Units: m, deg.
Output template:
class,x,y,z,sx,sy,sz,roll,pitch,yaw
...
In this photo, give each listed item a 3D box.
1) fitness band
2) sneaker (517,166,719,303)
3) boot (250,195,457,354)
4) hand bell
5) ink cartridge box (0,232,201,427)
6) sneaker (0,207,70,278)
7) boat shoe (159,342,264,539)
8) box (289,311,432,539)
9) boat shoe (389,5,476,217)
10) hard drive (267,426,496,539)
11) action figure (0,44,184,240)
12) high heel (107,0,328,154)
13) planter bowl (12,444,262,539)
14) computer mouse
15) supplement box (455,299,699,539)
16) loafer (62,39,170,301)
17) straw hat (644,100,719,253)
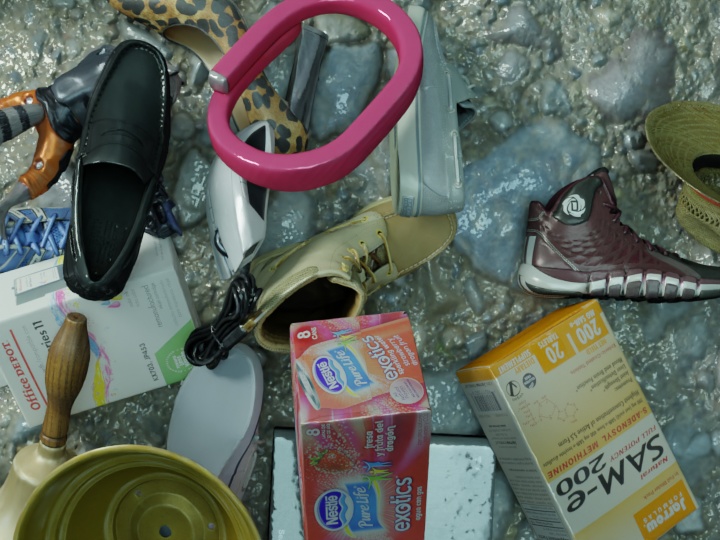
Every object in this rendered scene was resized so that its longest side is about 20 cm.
class,x,y,z,sx,sy,sz,roll,pitch,yaw
fitness band,-0.035,-0.149,0.853,0.142,0.038,0.201,30,64,19
sneaker,0.238,-0.032,0.945,0.196,0.076,0.118,3,85,-4
boot,0.000,0.000,0.875,0.197,0.156,0.074,-19,104,-3
hand bell,-0.239,0.124,0.843,0.102,0.104,0.203,17,113,-4
ink cartridge box,-0.235,0.052,0.875,0.197,0.068,0.118,-17,129,-5
sneaker,-0.281,-0.014,0.891,0.197,0.077,0.077,-13,77,-7
boat shoe,-0.114,0.154,0.905,0.074,0.086,0.205,17,101,19
box,-0.002,0.141,0.819,0.093,0.103,0.202,-5,132,-5
boat shoe,0.063,-0.135,0.912,0.070,0.070,0.204,5,64,-6
hard drive,0.017,0.212,0.937,0.196,0.033,0.142,3,88,-5
action figure,-0.220,-0.107,0.853,0.192,0.105,0.201,-32,64,-13
high heel,-0.133,-0.160,0.914,0.197,0.071,0.145,14,84,-11
planter bowl,-0.161,0.218,0.830,0.197,0.084,0.204,1,101,5
computer mouse,-0.104,-0.032,0.847,0.043,0.110,0.203,13,60,-22
supplement box,0.186,0.145,0.920,0.125,0.073,0.202,-28,91,-22
loafer,-0.178,-0.078,0.797,0.067,0.070,0.204,12,80,-17
straw hat,0.330,-0.061,0.942,0.198,0.203,0.086,12,128,-5
